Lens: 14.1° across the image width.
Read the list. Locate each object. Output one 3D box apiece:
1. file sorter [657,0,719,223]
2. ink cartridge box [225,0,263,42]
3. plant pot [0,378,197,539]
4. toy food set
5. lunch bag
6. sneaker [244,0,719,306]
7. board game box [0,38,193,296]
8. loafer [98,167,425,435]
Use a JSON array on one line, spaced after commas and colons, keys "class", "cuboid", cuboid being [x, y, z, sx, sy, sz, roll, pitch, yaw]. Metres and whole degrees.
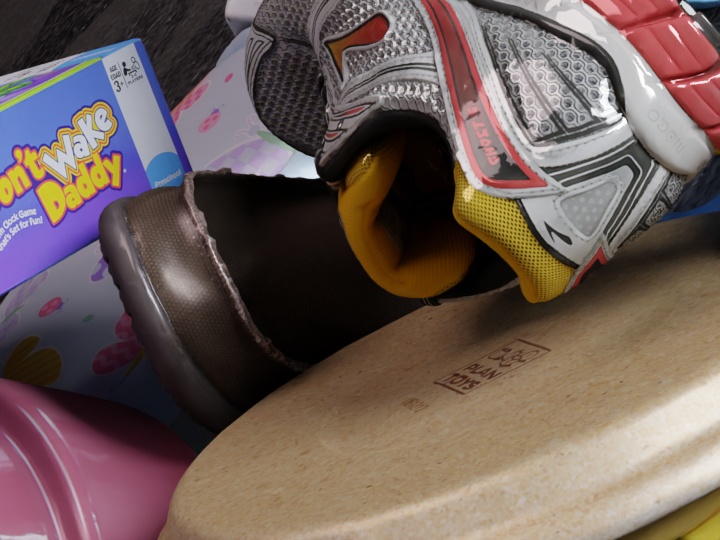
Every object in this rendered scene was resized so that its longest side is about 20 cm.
[{"class": "file sorter", "cuboid": [0.076, -0.118, 0.770, 0.139, 0.122, 0.200, -54, -15, -16]}, {"class": "ink cartridge box", "cuboid": [0.039, -0.153, 0.982, 0.068, 0.115, 0.201, 57, -135, -64]}, {"class": "plant pot", "cuboid": [-0.151, 0.118, 0.751, 0.200, 0.179, 0.201, -18, 67, 48]}, {"class": "toy food set", "cuboid": [0.038, 0.043, 0.680, 0.198, 0.049, 0.200, -30, 14, -28]}, {"class": "lunch bag", "cuboid": [-0.050, 0.024, 0.952, 0.170, 0.127, 0.200, -55, 3, -19]}, {"class": "sneaker", "cuboid": [0.013, -0.039, 0.714, 0.082, 0.078, 0.200, -48, 21, -12]}, {"class": "board game box", "cuboid": [-0.164, -0.005, 0.822, 0.200, 0.045, 0.134, -11, 15, 40]}, {"class": "loafer", "cuboid": [0.000, 0.000, 0.804, 0.071, 0.073, 0.200, -32, -17, 23]}]
